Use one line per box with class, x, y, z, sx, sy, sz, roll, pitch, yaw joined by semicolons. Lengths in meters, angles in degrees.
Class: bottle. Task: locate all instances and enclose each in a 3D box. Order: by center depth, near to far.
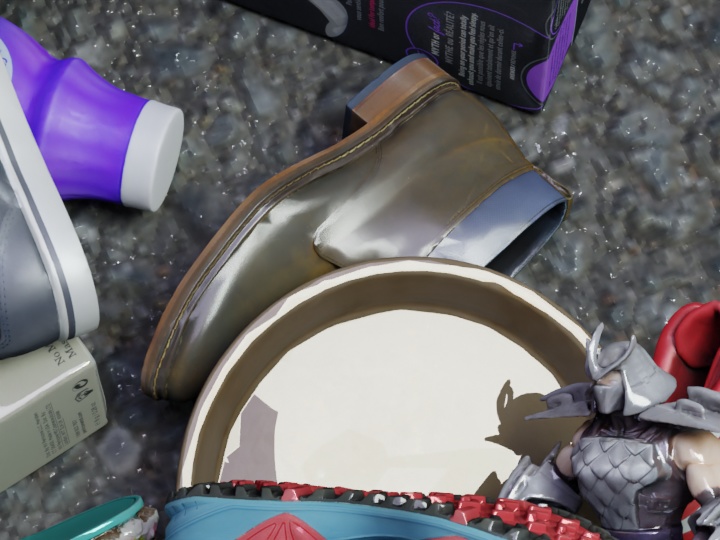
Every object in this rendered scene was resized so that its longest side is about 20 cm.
bottle;-0.178;-0.073;1.252;0.199;0.065;0.084;16;69;7

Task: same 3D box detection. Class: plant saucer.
plant saucer;0.023;0.095;1.172;0.199;0.029;0.201;1;82;-8

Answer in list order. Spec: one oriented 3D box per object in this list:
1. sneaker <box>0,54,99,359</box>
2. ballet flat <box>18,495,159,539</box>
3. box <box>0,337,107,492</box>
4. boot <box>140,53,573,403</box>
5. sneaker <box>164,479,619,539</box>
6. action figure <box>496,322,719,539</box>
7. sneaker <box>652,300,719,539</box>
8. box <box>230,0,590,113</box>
sneaker;-0.177;-0.054;1.164;0.079;0.079;0.201;-19;68;-14
ballet flat;-0.168;0.153;1.162;0.199;0.076;0.064;-20;98;-4
box;-0.209;0.074;1.186;0.200;0.068;0.082;-34;69;-14
boot;0.000;0.000;1.216;0.097;0.075;0.200;36;69;18
sneaker;0.015;0.131;1.088;0.199;0.079;0.096;2;89;33
action figure;0.110;0.118;1.106;0.069;0.130;0.201;-13;99;-26
sneaker;0.197;0.043;1.165;0.200;0.116;0.078;-40;31;-16
box;0.010;-0.170;1.264;0.199;0.122;0.106;20;68;8
